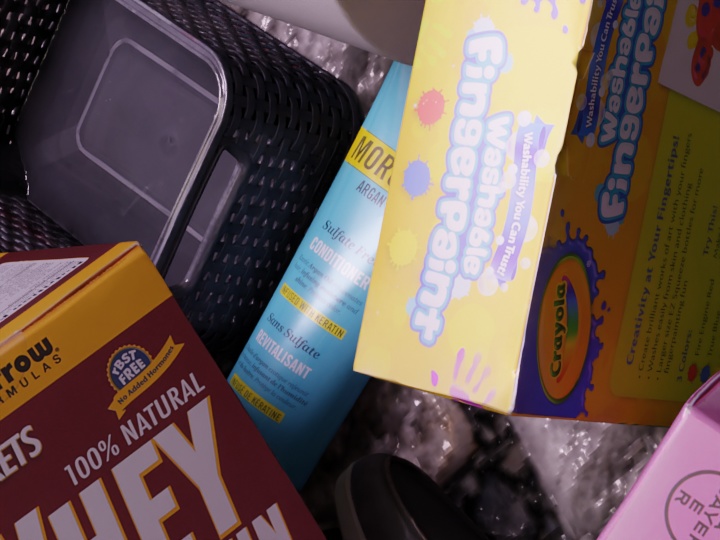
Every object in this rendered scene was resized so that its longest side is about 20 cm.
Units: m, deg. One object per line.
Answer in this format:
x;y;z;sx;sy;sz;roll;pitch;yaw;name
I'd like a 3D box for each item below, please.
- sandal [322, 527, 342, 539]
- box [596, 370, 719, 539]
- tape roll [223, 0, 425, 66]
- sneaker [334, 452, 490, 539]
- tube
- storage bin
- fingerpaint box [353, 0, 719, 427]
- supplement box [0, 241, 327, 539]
0.024;0.182;0.921;0.076;0.043;0.201;-49;59;23;sandal
0.149;0.163;0.750;0.199;0.097;0.177;35;106;11;box
-0.002;-0.193;0.886;0.139;0.202;0.204;24;99;38;tape roll
0.082;0.123;0.873;0.106;0.075;0.200;-49;68;18;sneaker
0.000;0.000;0.965;0.077;0.050;0.201;35;101;27;tube
-0.113;-0.063;1.026;0.200;0.093;0.136;35;106;34;storage bin
0.090;-0.050;0.820;0.073;0.166;0.202;13;93;38;fingerpaint box
-0.114;0.109;0.882;0.198;0.132;0.200;58;160;-12;supplement box
